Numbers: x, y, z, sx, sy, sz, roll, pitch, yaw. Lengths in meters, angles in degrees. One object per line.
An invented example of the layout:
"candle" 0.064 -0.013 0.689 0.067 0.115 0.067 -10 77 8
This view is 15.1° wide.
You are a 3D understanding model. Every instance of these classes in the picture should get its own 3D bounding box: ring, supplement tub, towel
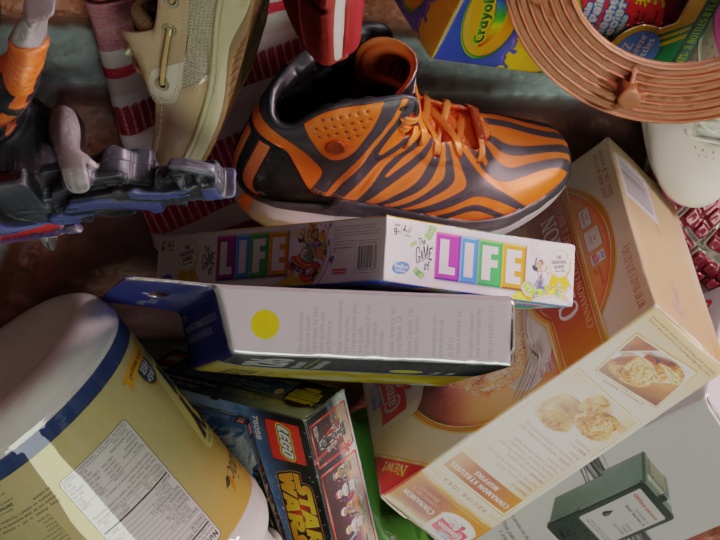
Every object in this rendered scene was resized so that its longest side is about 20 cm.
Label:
"ring" 0.171 -0.159 1.391 0.199 0.019 0.202 -3 125 -4
"supplement tub" -0.141 0.128 1.504 0.144 0.145 0.200 -36 109 7
"towel" -0.063 -0.098 1.470 0.143 0.023 0.201 -21 138 -9

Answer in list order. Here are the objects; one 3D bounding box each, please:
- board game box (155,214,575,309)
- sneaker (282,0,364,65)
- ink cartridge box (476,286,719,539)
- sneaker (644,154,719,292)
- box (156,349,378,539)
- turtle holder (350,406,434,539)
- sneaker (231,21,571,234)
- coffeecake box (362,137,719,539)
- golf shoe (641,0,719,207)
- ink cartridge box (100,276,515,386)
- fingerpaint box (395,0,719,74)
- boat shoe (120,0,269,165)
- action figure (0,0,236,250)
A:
"board game box" 0.000 0.000 1.474 0.134 0.199 0.035 8 82 -39
"sneaker" 0.021 -0.201 1.360 0.115 0.078 0.201 -12 127 -21
"ink cartridge box" 0.154 0.107 1.634 0.199 0.146 0.084 -27 109 25
"sneaker" 0.224 -0.022 1.673 0.080 0.075 0.201 -23 124 9
"box" -0.051 0.151 1.591 0.040 0.136 0.201 -35 125 -39
"turtle holder" -0.006 0.159 1.670 0.131 0.142 0.185 -25 154 26
"sneaker" 0.034 -0.075 1.461 0.199 0.078 0.112 -6 144 -23
"coffeecake box" 0.099 0.043 1.574 0.200 0.154 0.073 -37 126 21
"golf shoe" 0.205 -0.114 1.533 0.075 0.092 0.201 6 121 -6
"ink cartridge box" -0.034 0.034 1.439 0.198 0.047 0.198 1 176 -9
"fingerpaint box" 0.131 -0.201 1.438 0.166 0.074 0.201 5 128 -32
"boat shoe" -0.085 -0.123 1.373 0.065 0.072 0.201 21 141 1
"action figure" -0.162 -0.083 1.371 0.198 0.105 0.194 -2 143 7
